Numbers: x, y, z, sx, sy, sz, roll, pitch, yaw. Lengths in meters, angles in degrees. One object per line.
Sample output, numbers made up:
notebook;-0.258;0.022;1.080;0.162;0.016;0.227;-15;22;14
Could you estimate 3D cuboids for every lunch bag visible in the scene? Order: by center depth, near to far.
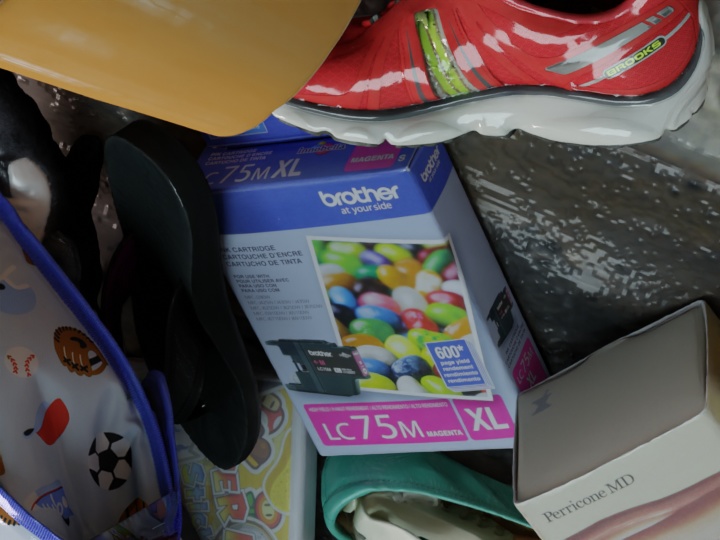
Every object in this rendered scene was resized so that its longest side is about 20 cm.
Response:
lunch bag;-0.161;0.090;1.230;0.200;0.124;0.170;50;144;18

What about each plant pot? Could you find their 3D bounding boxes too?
plant pot;-0.097;-0.147;1.067;0.183;0.200;0.200;29;140;-26

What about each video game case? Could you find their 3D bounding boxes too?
video game case;-0.109;0.143;1.380;0.182;0.023;0.200;5;96;22

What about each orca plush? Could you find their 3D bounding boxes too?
orca plush;-0.155;-0.047;1.275;0.105;0.071;0.200;-13;108;52

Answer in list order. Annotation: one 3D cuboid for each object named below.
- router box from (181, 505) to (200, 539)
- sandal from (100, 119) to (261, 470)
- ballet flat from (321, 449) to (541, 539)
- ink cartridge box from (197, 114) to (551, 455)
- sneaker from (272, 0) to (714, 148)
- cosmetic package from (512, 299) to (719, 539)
router box;-0.167;0.130;1.361;0.157;0.052;0.200;-28;85;23
sandal;-0.093;0.019;1.270;0.075;0.048;0.201;33;148;37
ballet flat;0.071;0.137;1.330;0.200;0.070;0.067;20;137;7
ink cartridge box;0.000;0.000;1.258;0.119;0.042;0.200;-5;127;29
sneaker;0.042;-0.102;1.125;0.200;0.077;0.085;0;121;16
cosmetic package;0.162;0.126;1.245;0.103;0.087;0.200;-30;115;22
